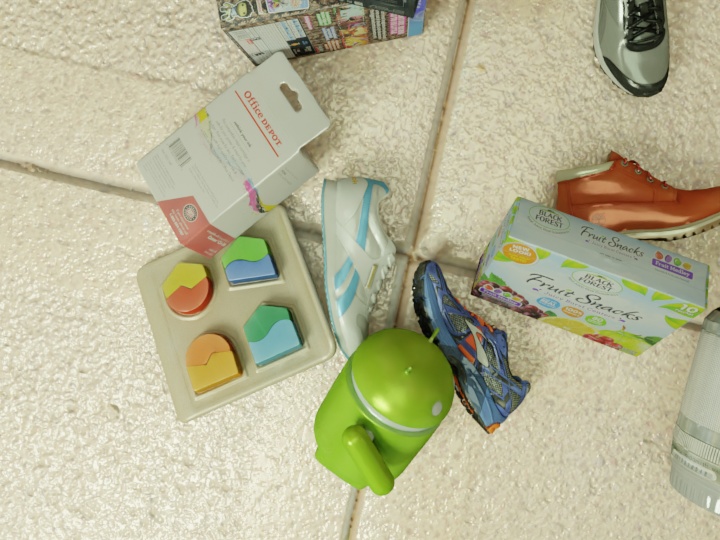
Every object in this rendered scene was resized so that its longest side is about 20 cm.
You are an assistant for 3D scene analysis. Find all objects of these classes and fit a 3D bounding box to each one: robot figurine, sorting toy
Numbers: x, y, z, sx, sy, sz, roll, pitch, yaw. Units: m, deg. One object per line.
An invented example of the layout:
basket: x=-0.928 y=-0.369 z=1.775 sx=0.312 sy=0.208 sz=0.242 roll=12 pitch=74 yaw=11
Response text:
robot figurine: x=0.023 y=0.144 z=0.743 sx=0.115 sy=0.176 sz=0.201 roll=34 pitch=126 yaw=6
sorting toy: x=-0.143 y=0.044 z=0.778 sx=0.197 sy=0.036 sz=0.188 roll=-25 pitch=73 yaw=6

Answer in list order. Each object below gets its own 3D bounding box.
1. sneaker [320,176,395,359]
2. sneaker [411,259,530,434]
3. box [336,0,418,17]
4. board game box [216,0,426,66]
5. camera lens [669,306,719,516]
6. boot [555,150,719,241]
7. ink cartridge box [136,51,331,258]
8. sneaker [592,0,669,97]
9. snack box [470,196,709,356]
sneaker: x=0.000 y=0.000 z=0.776 sx=0.079 sy=0.077 sz=0.204 roll=-3 pitch=97 yaw=-2
sneaker: x=0.119 y=0.075 z=0.783 sx=0.078 sy=0.075 sz=0.202 roll=-30 pitch=98 yaw=-7
box: x=-0.044 y=-0.266 z=0.557 sx=0.196 sy=0.158 sz=0.052 roll=13 pitch=94 yaw=3
board game box: x=-0.036 y=-0.288 z=0.713 sx=0.196 sy=0.159 sz=0.099 roll=-10 pitch=94 yaw=3
camera lens: x=0.412 y=0.144 z=0.718 sx=0.157 sy=0.160 sz=0.204 roll=14 pitch=95 yaw=2
boot: x=0.305 y=-0.080 z=0.755 sx=0.196 sy=0.075 sz=0.109 roll=-10 pitch=89 yaw=5
ink cartridge box: x=-0.126 y=-0.123 z=0.761 sx=0.199 sy=0.067 sz=0.117 roll=-37 pitch=71 yaw=6
sneaker: x=0.282 y=-0.282 z=0.736 sx=0.073 sy=0.079 sz=0.204 roll=-12 pitch=95 yaw=2
snack box: x=0.227 y=0.011 z=0.728 sx=0.197 sy=0.143 sz=0.054 roll=20 pitch=63 yaw=2
